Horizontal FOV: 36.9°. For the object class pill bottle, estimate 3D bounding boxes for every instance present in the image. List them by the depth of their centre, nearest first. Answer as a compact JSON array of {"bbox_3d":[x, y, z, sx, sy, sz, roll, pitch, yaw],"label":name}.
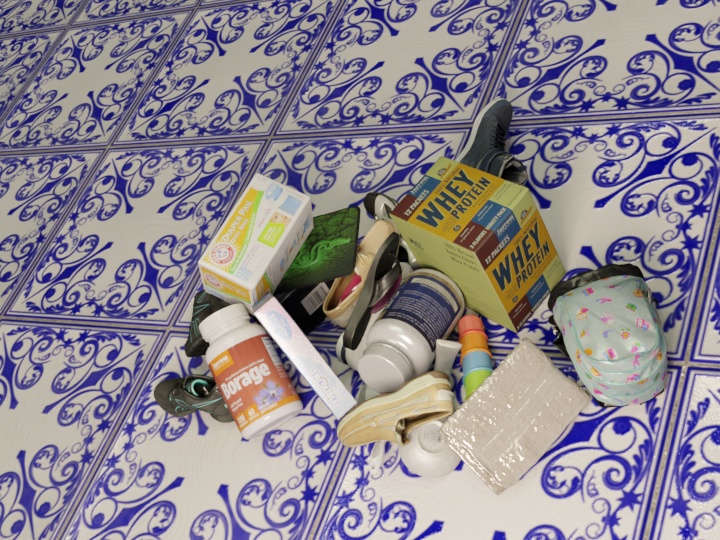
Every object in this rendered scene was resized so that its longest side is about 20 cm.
[{"bbox_3d":[0.076,0.098,1.679,0.110,0.112,0.200,2,38,33],"label":"pill bottle"},{"bbox_3d":[-0.183,0.161,1.752,0.111,0.112,0.202,-30,78,4],"label":"pill bottle"}]

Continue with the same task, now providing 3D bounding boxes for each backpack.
[{"bbox_3d":[0.355,0.093,1.530,0.165,0.127,0.202,-20,47,10],"label":"backpack"}]

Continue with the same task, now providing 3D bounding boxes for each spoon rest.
[{"bbox_3d":[0.115,0.208,1.606,0.098,0.061,0.203,12,72,3],"label":"spoon rest"}]

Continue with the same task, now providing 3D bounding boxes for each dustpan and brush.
[{"bbox_3d":[0.044,0.233,1.646,0.138,0.057,0.202,-10,48,25],"label":"dustpan and brush"}]

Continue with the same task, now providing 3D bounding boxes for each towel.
[{"bbox_3d":[0.217,0.205,1.530,0.132,0.035,0.200,43,77,9],"label":"towel"}]

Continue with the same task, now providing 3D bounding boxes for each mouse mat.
[{"bbox_3d":[-0.094,-0.033,1.864,0.198,0.008,0.162,-15,46,21],"label":"mouse mat"}]

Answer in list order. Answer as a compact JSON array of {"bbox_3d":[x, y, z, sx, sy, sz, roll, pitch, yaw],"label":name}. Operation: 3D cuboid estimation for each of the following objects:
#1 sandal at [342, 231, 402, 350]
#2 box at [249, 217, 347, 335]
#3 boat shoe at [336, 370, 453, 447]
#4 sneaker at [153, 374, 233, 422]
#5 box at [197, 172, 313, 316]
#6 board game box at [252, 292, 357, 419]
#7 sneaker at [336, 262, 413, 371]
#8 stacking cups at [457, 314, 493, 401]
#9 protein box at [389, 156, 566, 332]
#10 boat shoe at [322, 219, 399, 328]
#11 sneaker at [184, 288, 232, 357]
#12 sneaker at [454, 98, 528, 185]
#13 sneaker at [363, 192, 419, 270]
[{"bbox_3d":[0.031,0.038,1.733,0.047,0.075,0.203,20,81,17],"label":"sandal"},{"bbox_3d":[-0.123,0.008,1.926,0.200,0.104,0.182,-43,44,-10],"label":"box"},{"bbox_3d":[0.048,0.219,1.557,0.199,0.071,0.077,-33,53,28],"label":"boat shoe"},{"bbox_3d":[-0.286,0.206,1.858,0.198,0.079,0.076,1,54,35],"label":"sneaker"},{"bbox_3d":[-0.174,-0.043,1.817,0.111,0.102,0.201,23,64,13],"label":"box"},{"bbox_3d":[-0.091,0.127,1.666,0.043,0.201,0.199,-38,5,-6],"label":"board game box"},{"bbox_3d":[0.043,0.081,1.781,0.080,0.076,0.202,19,74,42],"label":"sneaker"},{"bbox_3d":[0.183,0.151,1.640,0.060,0.061,0.202,-18,41,17],"label":"stacking cups"},{"bbox_3d":[0.186,-0.043,1.704,0.135,0.201,0.198,-47,43,-15],"label":"protein box"},{"bbox_3d":[0.000,0.000,1.840,0.073,0.069,0.202,23,86,44],"label":"boat shoe"},{"bbox_3d":[-0.264,0.082,1.914,0.200,0.075,0.080,-51,58,41],"label":"sneaker"},{"bbox_3d":[0.251,-0.214,1.903,0.145,0.077,0.204,11,68,52],"label":"sneaker"},{"bbox_3d":[0.054,-0.069,1.907,0.089,0.074,0.200,-46,47,-7],"label":"sneaker"}]
